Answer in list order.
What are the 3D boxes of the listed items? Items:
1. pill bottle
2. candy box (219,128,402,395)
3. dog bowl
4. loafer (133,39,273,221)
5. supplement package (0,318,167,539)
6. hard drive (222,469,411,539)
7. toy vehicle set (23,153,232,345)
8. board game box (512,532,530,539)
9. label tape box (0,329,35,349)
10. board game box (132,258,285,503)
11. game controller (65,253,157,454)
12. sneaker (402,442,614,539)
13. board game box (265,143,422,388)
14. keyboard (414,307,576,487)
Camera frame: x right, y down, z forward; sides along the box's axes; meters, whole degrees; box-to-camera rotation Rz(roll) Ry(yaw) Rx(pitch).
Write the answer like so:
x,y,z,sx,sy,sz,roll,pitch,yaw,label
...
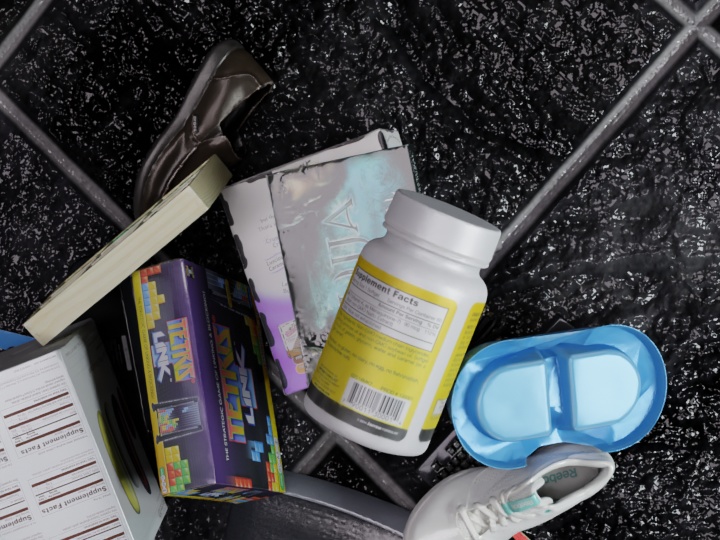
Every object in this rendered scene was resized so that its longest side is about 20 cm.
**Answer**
x,y,z,sx,sy,sz,roll,pitch,yaw,label
0.038,0.042,1.372,0.114,0.114,0.201,24,98,14,pill bottle
-0.017,-0.009,1.509,0.167,0.072,0.201,-19,88,17,candy box
0.166,0.105,1.431,0.199,0.050,0.112,-8,99,-14,dog bowl
-0.146,-0.115,1.539,0.071,0.073,0.201,31,101,14,loafer
-0.283,0.172,1.482,0.146,0.191,0.201,-20,97,2,supplement package
-0.038,0.269,1.546,0.199,0.042,0.136,16,97,15,hard drive
-0.205,-0.020,1.472,0.200,0.124,0.027,-39,99,14,toy vehicle set
0.074,0.307,1.498,0.095,0.030,0.200,41,91,-7,board game box
-0.369,0.162,1.625,0.142,0.066,0.201,12,98,15,label tape box
-0.134,0.103,1.481,0.056,0.165,0.201,-13,77,15,board game box
-0.230,0.080,1.599,0.104,0.042,0.201,-10,90,31,game controller
0.130,0.202,1.437,0.199,0.088,0.076,-27,92,-6,sneaker
0.000,0.000,1.453,0.134,0.028,0.201,-11,91,15,board game box
0.122,0.118,1.500,0.127,0.021,0.200,43,103,6,keyboard
